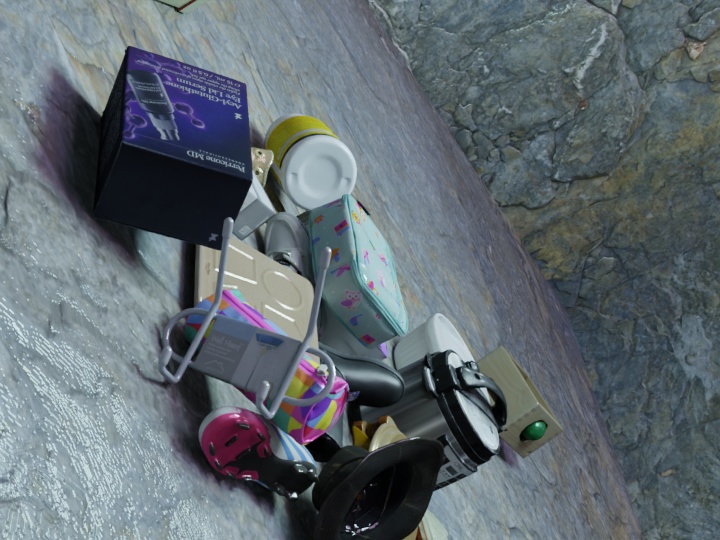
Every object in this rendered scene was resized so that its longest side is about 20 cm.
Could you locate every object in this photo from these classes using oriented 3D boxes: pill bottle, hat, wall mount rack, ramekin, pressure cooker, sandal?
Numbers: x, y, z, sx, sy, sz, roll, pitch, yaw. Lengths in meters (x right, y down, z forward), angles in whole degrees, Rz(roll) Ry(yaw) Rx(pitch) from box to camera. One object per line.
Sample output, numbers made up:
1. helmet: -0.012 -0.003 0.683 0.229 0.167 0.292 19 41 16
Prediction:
1. pill bottle: -0.082 -0.169 1.821 0.114 0.114 0.200 55 -1 -25
2. hat: 0.001 0.251 1.392 0.081 0.201 0.201 36 -3 37
3. wall mount rack: -0.111 0.050 1.221 0.174 0.199 0.075 -65 159 -20
4. ramekin: 0.135 0.181 2.051 0.203 0.094 0.203 55 17 -26
5. pressure cooker: 0.106 0.207 1.703 0.179 0.200 0.176 62 14 -3
6. sandal: -0.147 -0.145 1.711 0.212 0.069 0.078 48 21 -44

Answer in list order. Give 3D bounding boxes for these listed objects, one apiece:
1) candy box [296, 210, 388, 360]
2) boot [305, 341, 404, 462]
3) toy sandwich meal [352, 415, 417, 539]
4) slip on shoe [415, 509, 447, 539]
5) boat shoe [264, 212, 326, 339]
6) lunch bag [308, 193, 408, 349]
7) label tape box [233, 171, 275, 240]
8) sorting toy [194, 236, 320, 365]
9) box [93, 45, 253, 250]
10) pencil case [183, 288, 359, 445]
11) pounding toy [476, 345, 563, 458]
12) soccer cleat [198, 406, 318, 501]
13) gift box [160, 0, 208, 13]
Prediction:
1. candy box: -0.038 0.026 1.782 0.168 0.071 0.200 52 19 -34
2. boot: -0.026 0.167 1.483 0.164 0.066 0.200 18 20 -4
3. toy sandwich meal: 0.020 0.281 1.536 0.205 0.070 0.206 -4 90 -70
4. slip on shoe: 0.082 0.364 1.634 0.074 0.061 0.200 46 5 -11
5. boat shoe: -0.098 0.000 1.640 0.070 0.071 0.201 43 31 -58
6. lunch bag: 0.000 0.000 1.670 0.160 0.077 0.200 49 22 -40
7. label tape box: -0.201 -0.142 1.501 0.144 0.063 0.200 59 10 33
8. sorting toy: -0.128 0.039 1.464 0.200 0.036 0.185 35 27 -29
9. box: -0.205 -0.135 1.323 0.147 0.104 0.200 15 36 -21
10. pencil case: -0.098 0.098 1.283 0.200 0.089 0.088 35 3 26
11. pounding toy: 0.286 0.281 2.360 0.184 0.142 0.200 44 13 -51
12. soccer cleat: -0.119 0.182 1.280 0.086 0.070 0.200 52 4 39
13. gift box: -0.252 -0.514 1.784 0.201 0.184 0.187 70 18 5
